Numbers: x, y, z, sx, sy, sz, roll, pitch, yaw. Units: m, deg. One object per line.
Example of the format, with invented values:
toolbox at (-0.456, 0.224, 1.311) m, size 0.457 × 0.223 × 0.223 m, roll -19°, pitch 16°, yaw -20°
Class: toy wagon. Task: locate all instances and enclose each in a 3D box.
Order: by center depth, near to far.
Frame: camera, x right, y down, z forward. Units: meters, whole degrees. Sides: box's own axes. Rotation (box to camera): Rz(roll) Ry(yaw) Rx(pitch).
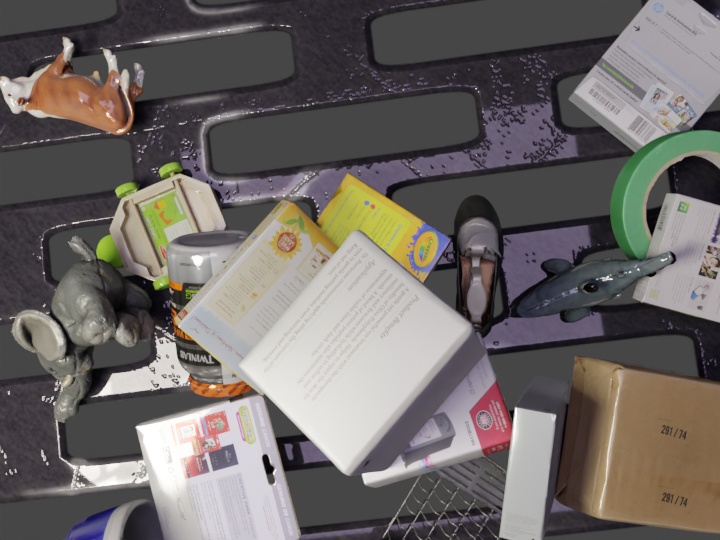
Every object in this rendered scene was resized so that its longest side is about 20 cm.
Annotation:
toy wagon at (-0.289, -0.053, 1.029) m, size 0.200 × 0.040 × 0.155 m, roll -24°, pitch 85°, yaw 2°

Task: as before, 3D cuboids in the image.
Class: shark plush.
shark plush at (0.302, 0.026, 0.934) m, size 0.200 × 0.083 × 0.091 m, roll -8°, pitch 94°, yaw 39°

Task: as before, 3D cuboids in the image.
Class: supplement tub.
supplement tub at (-0.183, 0.055, 0.958) m, size 0.122 × 0.123 × 0.201 m, roll -2°, pitch 104°, yaw 3°

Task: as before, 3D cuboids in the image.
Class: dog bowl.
dog bowl at (-0.289, 0.396, 0.918) m, size 0.079 × 0.200 × 0.201 m, roll -18°, pitch 85°, yaw 4°

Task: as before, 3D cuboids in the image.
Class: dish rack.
dish rack at (0.121, 0.337, 0.973) m, size 0.153 × 0.055 × 0.200 m, roll 32°, pitch 88°, yaw 4°

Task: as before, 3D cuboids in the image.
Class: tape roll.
tape roll at (0.434, -0.082, 0.966) m, size 0.200 × 0.048 × 0.201 m, roll 0°, pitch 99°, yaw -2°

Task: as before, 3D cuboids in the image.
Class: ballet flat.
ballet flat at (0.161, -0.006, 0.986) m, size 0.068 × 0.068 × 0.201 m, roll -1°, pitch 86°, yaw 5°

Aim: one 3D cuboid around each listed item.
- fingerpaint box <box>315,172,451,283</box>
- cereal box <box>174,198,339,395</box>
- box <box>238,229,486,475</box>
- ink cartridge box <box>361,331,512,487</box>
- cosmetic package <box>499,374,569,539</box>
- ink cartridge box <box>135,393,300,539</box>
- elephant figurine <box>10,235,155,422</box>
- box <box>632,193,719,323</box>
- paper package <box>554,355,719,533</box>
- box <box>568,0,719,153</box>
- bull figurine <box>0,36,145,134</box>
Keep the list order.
fingerpaint box at (0.000, 0.000, 0.992) m, size 0.167 × 0.073 × 0.200 m, roll 32°, pitch 89°, yaw 6°
cereal box at (-0.107, 0.033, 0.898) m, size 0.200 × 0.040 × 0.144 m, roll -48°, pitch 116°, yaw -7°
box at (0.014, 0.100, 0.835) m, size 0.171 × 0.200 × 0.199 m, roll 40°, pitch 89°, yaw 20°
ink cartridge box at (0.085, 0.182, 0.952) m, size 0.200 × 0.086 × 0.148 m, roll -18°, pitch 70°, yaw 3°
cosmetic package at (0.215, 0.220, 0.892) m, size 0.052 × 0.200 × 0.151 m, roll 10°, pitch 95°, yaw 19°
ink cartridge box at (-0.180, 0.275, 0.978) m, size 0.175 × 0.084 × 0.201 m, roll -15°, pitch 86°, yaw 2°
elephant figurine at (-0.389, 0.085, 0.986) m, size 0.200 × 0.141 × 0.155 m, roll -30°, pitch 54°, yaw 20°
box at (0.467, -0.005, 0.938) m, size 0.199 × 0.036 × 0.145 m, roll 15°, pitch 98°, yaw -3°
paper package at (0.362, 0.217, 0.916) m, size 0.199 × 0.103 × 0.191 m, roll 10°, pitch 88°, yaw -16°
box at (0.410, -0.268, 1.004) m, size 0.156 × 0.041 × 0.200 m, roll 39°, pitch 90°, yaw 4°
bull figurine at (-0.403, -0.258, 1.034) m, size 0.200 × 0.065 × 0.122 m, roll 18°, pitch 90°, yaw 3°
